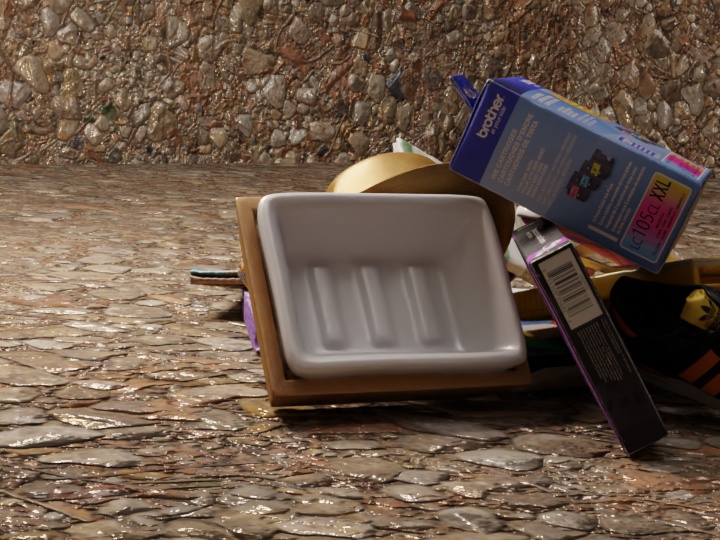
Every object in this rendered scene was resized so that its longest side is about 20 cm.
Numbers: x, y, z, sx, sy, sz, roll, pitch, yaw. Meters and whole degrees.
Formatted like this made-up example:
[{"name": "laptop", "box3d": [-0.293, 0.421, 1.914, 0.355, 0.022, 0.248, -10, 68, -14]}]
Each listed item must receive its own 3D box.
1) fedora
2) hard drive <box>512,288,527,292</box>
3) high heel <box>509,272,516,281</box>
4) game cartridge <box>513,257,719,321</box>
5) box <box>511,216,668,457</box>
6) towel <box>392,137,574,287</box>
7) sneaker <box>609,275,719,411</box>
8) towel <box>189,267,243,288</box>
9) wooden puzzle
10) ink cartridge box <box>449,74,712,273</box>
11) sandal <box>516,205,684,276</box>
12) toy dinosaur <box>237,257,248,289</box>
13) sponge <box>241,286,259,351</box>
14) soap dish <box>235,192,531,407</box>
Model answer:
[{"name": "fedora", "box3d": [0.021, -0.031, 1.356, 0.200, 0.201, 0.082, -1, 46, -26]}, {"name": "hard drive", "box3d": [0.221, 0.043, 1.606, 0.199, 0.026, 0.132, 5, 8, 17]}, {"name": "high heel", "box3d": [0.127, 0.004, 1.548, 0.096, 0.068, 0.200, 4, 33, 46]}, {"name": "game cartridge", "box3d": [0.244, 0.018, 1.362, 0.176, 0.033, 0.200, -1, -9, -40]}, {"name": "box", "box3d": [0.156, 0.038, 1.189, 0.036, 0.143, 0.200, -28, 6, 3]}, {"name": "towel", "box3d": [0.110, -0.034, 1.498, 0.199, 0.031, 0.149, 29, 21, -13]}, {"name": "sneaker", "box3d": [0.259, 0.054, 1.191, 0.199, 0.070, 0.090, 15, -26, 39]}, {"name": "towel", "box3d": [-0.069, 0.007, 1.657, 0.146, 0.022, 0.200, -1, -2, 13]}, {"name": "wooden puzzle", "box3d": [0.149, 0.062, 1.400, 0.184, 0.037, 0.200, -3, 9, -33]}, {"name": "ink cartridge box", "box3d": [0.149, -0.081, 1.252, 0.199, 0.077, 0.136, 26, 13, 10]}, {"name": "sandal", "box3d": [0.203, -0.011, 1.401, 0.202, 0.050, 0.082, 18, -7, -44]}, {"name": "toy dinosaur", "box3d": [0.000, 0.000, 1.477, 0.199, 0.103, 0.136, 22, 36, 5]}, {"name": "sponge", "box3d": [-0.045, 0.043, 1.505, 0.111, 0.030, 0.200, 2, 7, -7]}, {"name": "soap dish", "box3d": [0.011, 0.023, 1.232, 0.199, 0.158, 0.081, -1, -29, -23]}]
